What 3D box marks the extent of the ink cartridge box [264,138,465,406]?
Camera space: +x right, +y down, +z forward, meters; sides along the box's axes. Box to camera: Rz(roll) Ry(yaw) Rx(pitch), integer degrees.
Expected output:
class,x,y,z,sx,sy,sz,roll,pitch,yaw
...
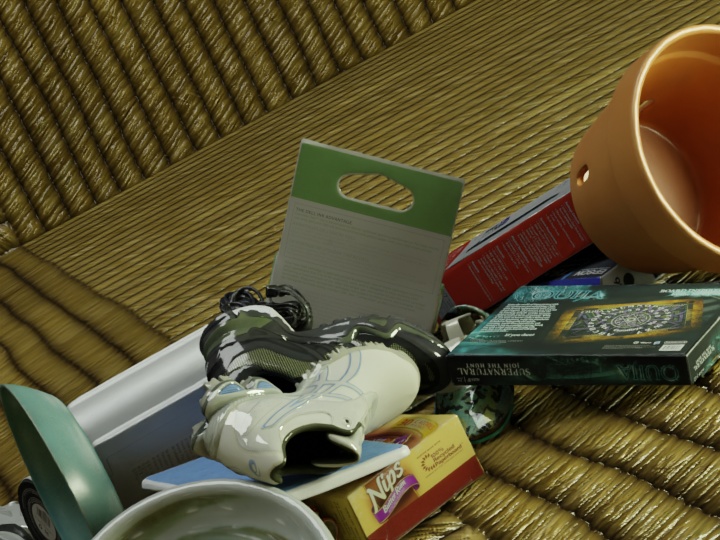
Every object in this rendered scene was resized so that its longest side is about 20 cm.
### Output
class,x,y,z,sx,sy,sz,roll,pitch,yaw
ink cartridge box,0.000,0.000,1.729,0.145,0.201,0.048,14,13,5

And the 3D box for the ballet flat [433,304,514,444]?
class,x,y,z,sx,sy,sz,roll,pitch,yaw
ballet flat,0.083,0.077,1.667,0.074,0.075,0.200,-25,13,7

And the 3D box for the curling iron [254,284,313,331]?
class,x,y,z,sx,sy,sz,roll,pitch,yaw
curling iron,-0.115,0.070,1.738,0.200,0.050,0.026,-34,-16,30

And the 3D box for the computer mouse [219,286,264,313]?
class,x,y,z,sx,sy,sz,roll,pitch,yaw
computer mouse,-0.020,0.027,1.866,0.199,0.053,0.138,-23,22,-14

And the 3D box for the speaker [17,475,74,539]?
class,x,y,z,sx,sy,sz,roll,pitch,yaw
speaker,-0.189,0.169,1.772,0.199,0.082,0.081,-28,12,-32

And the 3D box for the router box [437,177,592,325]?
class,x,y,z,sx,sy,sz,roll,pitch,yaw
router box,0.151,-0.026,1.857,0.179,0.049,0.200,-33,2,14

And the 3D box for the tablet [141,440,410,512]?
class,x,y,z,sx,sy,sz,roll,pitch,yaw
tablet,-0.065,0.146,1.513,0.130,0.014,0.200,-18,9,-29

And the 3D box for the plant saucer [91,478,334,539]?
class,x,y,z,sx,sy,sz,roll,pitch,yaw
plant saucer,-0.102,0.231,1.353,0.199,0.050,0.201,-8,48,9

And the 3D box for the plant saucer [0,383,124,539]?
class,x,y,z,sx,sy,sz,roll,pitch,yaw
plant saucer,-0.218,0.170,1.596,0.036,0.201,0.200,-26,12,-17

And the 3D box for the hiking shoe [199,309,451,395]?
class,x,y,z,sx,sy,sz,roll,pitch,yaw
hiking shoe,-0.023,0.090,1.574,0.199,0.076,0.101,3,49,-11

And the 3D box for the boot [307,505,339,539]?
class,x,y,z,sx,sy,sz,roll,pitch,yaw
boot,-0.068,0.200,1.495,0.107,0.075,0.200,-24,21,-4

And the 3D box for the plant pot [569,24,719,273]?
class,x,y,z,sx,sy,sz,roll,pitch,yaw
plant pot,0.265,-0.082,1.693,0.200,0.201,0.140,-35,2,-32

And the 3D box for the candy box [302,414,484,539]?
class,x,y,z,sx,sy,sz,roll,pitch,yaw
candy box,-0.013,0.159,1.563,0.116,0.057,0.200,-34,16,-30

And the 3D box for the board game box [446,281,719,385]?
class,x,y,z,sx,sy,sz,roll,pitch,yaw
board game box,0.183,0.048,1.574,0.199,0.028,0.135,-1,22,33

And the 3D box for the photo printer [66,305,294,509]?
class,x,y,z,sx,sy,sz,roll,pitch,yaw
photo printer,-0.122,0.126,1.672,0.199,0.167,0.069,-30,45,-13

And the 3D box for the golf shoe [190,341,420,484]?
class,x,y,z,sx,sy,sz,roll,pitch,yaw
golf shoe,-0.020,0.111,1.458,0.199,0.079,0.097,-15,36,-39

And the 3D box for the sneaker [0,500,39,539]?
class,x,y,z,sx,sy,sz,roll,pitch,yaw
sneaker,-0.311,0.236,1.845,0.115,0.076,0.200,-25,18,-38

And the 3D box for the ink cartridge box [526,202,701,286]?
class,x,y,z,sx,sy,sz,roll,pitch,yaw
ink cartridge box,0.218,-0.003,1.784,0.200,0.039,0.099,-36,17,-34
